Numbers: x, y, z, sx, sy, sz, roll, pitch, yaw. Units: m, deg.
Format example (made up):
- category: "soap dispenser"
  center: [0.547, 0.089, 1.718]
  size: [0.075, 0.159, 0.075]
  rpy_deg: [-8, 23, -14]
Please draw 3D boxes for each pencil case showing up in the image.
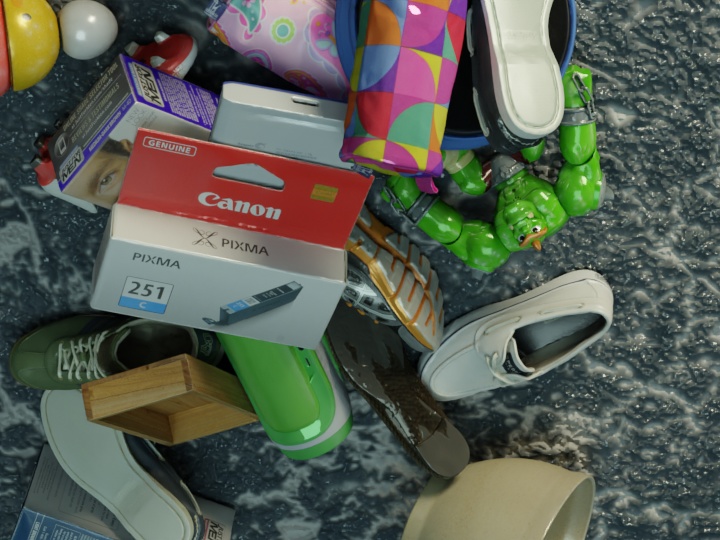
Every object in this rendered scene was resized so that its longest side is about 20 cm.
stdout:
- category: "pencil case"
  center: [0.036, -0.165, 1.356]
  size: [0.087, 0.088, 0.202]
  rpy_deg: [9, 89, -3]
- category: "pencil case"
  center: [-0.029, -0.189, 1.467]
  size: [0.199, 0.088, 0.088]
  rpy_deg: [29, 116, -14]

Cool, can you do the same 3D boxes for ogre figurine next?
- category: "ogre figurine"
  center: [0.129, -0.077, 1.524]
  size: [0.199, 0.098, 0.121]
  rpy_deg: [-34, 97, -2]

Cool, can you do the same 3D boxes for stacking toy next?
- category: "stacking toy"
  center: [-0.298, -0.193, 1.473]
  size: [0.198, 0.146, 0.148]
  rpy_deg: [-10, 120, -14]

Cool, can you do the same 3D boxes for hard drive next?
- category: "hard drive"
  center: [-0.067, -0.063, 1.462]
  size: [0.130, 0.026, 0.201]
  rpy_deg: [9, 137, -11]

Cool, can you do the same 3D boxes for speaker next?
- category: "speaker"
  center: [-0.076, 0.070, 1.615]
  size: [0.088, 0.089, 0.201]
  rpy_deg: [-18, 117, 12]

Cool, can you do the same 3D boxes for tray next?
- category: "tray"
  center: [-0.162, 0.116, 1.596]
  size: [0.098, 0.200, 0.037]
  rpy_deg: [-16, 74, 11]

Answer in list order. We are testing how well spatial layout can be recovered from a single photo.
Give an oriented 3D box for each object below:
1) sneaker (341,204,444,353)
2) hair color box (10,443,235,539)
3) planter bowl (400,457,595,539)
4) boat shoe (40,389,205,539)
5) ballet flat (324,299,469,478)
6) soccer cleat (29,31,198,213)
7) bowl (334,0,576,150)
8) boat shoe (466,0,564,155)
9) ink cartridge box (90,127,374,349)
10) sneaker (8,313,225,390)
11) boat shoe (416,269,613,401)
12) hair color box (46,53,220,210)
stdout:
- category: "sneaker"
  center: [0.000, 0.000, 1.586]
  size: [0.077, 0.079, 0.200]
  rpy_deg: [-31, 111, 32]
- category: "hair color box"
  center: [-0.224, 0.246, 1.709]
  size: [0.198, 0.100, 0.061]
  rpy_deg: [20, 121, -9]
- category: "planter bowl"
  center: [0.116, 0.257, 1.667]
  size: [0.134, 0.200, 0.202]
  rpy_deg: [23, 121, 19]
- category: "boat shoe"
  center: [-0.218, 0.180, 1.674]
  size: [0.200, 0.062, 0.075]
  rpy_deg: [43, 101, 11]
- category: "ballet flat"
  center: [0.029, 0.104, 1.632]
  size: [0.067, 0.046, 0.201]
  rpy_deg: [-38, 95, -15]
- category: "soccer cleat"
  center: [-0.195, -0.124, 1.525]
  size: [0.200, 0.069, 0.085]
  rpy_deg: [-39, 120, 24]
- category: "bowl"
  center: [0.079, -0.197, 1.432]
  size: [0.198, 0.039, 0.203]
  rpy_deg: [-1, 94, -12]
- category: "boat shoe"
  center: [0.112, -0.189, 1.385]
  size: [0.075, 0.202, 0.060]
  rpy_deg: [9, 161, -21]
- category: "ink cartridge box"
  center: [-0.105, -0.021, 1.455]
  size: [0.198, 0.045, 0.177]
  rpy_deg: [11, 137, -13]
- category: "sneaker"
  center: [-0.223, 0.070, 1.607]
  size: [0.198, 0.090, 0.068]
  rpy_deg: [-5, 87, 2]
- category: "boat shoe"
  center: [0.139, 0.071, 1.617]
  size: [0.198, 0.066, 0.072]
  rpy_deg: [-24, 116, 15]
- category: "hair color box"
  center: [-0.146, -0.092, 1.488]
  size: [0.199, 0.065, 0.109]
  rpy_deg: [20, 125, -40]
